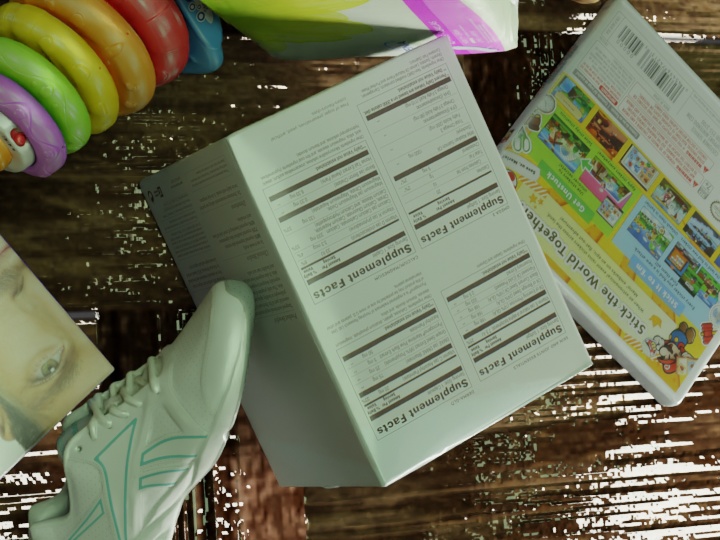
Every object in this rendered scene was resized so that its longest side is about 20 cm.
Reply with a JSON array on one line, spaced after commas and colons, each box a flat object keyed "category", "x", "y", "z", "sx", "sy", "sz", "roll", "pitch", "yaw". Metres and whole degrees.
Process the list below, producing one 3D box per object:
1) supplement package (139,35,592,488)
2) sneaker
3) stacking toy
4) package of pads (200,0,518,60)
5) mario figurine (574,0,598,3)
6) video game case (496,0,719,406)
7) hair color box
[{"category": "supplement package", "x": 0.000, "y": 0.000, "z": 1.060, "sx": 0.150, "sy": 0.152, "sz": 0.201, "roll": -27, "pitch": 95, "yaw": -25}, {"category": "sneaker", "x": -0.118, "y": 0.089, "z": 1.008, "sx": 0.080, "sy": 0.071, "sz": 0.201, "roll": 24, "pitch": 107, "yaw": -11}, {"category": "stacking toy", "x": -0.174, "y": -0.094, "z": 0.990, "sx": 0.201, "sy": 0.109, "sz": 0.116, "roll": -53, "pitch": 130, "yaw": -27}, {"category": "package of pads", "x": -0.004, "y": -0.163, "z": 1.010, "sx": 0.153, "sy": 0.200, "sz": 0.069, "roll": 0, "pitch": 83, "yaw": 15}, {"category": "mario figurine", "x": 0.079, "y": -0.228, "z": 1.144, "sx": 0.198, "sy": 0.106, "sz": 0.124, "roll": 13, "pitch": 45, "yaw": -30}, {"category": "video game case", "x": 0.183, "y": -0.045, "z": 1.219, "sx": 0.200, "sy": 0.023, "sz": 0.182, "roll": 44, "pitch": 69, "yaw": -15}, {"category": "hair color box", "x": -0.239, "y": 0.016, "z": 1.002, "sx": 0.109, "sy": 0.065, "sz": 0.200, "roll": -44, "pitch": 104, "yaw": -23}]
